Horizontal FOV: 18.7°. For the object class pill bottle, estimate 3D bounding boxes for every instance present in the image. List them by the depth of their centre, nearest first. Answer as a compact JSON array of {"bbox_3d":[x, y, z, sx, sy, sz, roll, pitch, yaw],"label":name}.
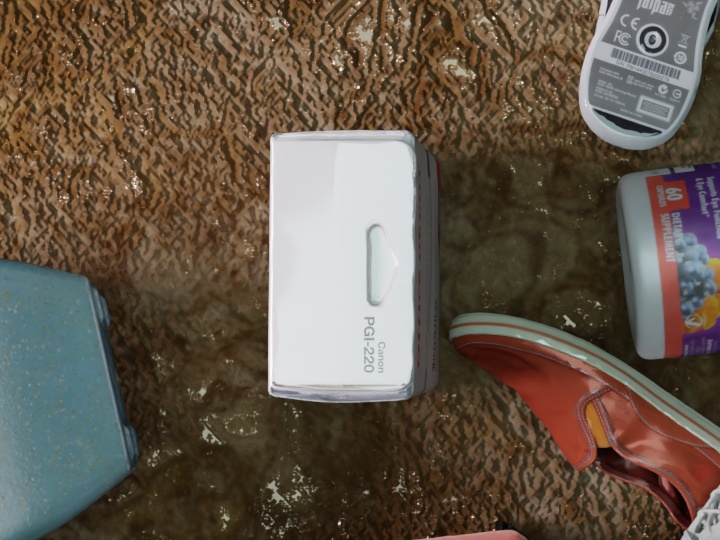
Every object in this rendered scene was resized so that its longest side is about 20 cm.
[{"bbox_3d":[0.255,-0.013,1.281,0.199,0.111,0.112,-7,88,4],"label":"pill bottle"}]

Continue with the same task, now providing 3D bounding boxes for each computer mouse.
[{"bbox_3d":[0.182,-0.168,1.327,0.109,0.044,0.201,20,84,0],"label":"computer mouse"}]

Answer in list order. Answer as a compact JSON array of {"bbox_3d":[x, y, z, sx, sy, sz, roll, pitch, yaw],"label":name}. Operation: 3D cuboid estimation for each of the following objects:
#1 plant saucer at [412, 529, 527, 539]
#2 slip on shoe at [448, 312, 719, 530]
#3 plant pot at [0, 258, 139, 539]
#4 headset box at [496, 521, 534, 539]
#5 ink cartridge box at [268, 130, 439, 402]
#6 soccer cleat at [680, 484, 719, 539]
[{"bbox_3d":[0.030,0.243,1.203,0.199,0.037,0.201,-10,115,29],"label":"plant saucer"},{"bbox_3d":[0.137,0.087,1.305,0.199,0.074,0.061,32,74,-1],"label":"slip on shoe"},{"bbox_3d":[-0.238,0.085,1.282,0.199,0.196,0.197,-12,87,-4],"label":"plant pot"},{"bbox_3d":[0.148,0.232,1.264,0.199,0.149,0.077,32,91,4],"label":"headset box"},{"bbox_3d":[0.000,0.000,1.255,0.084,0.200,0.147,0,88,4],"label":"ink cartridge box"},{"bbox_3d":[0.232,0.134,1.263,0.199,0.069,0.086,-29,112,-26],"label":"soccer cleat"}]
